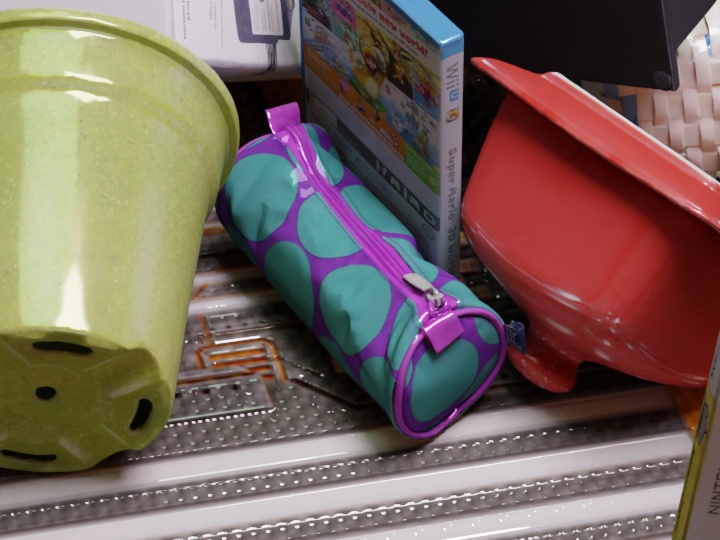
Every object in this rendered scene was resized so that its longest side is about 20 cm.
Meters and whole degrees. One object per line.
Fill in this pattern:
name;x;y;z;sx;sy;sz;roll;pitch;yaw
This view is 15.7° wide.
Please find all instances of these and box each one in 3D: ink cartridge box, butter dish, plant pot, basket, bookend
ink cartridge box;-0.122;-0.151;1.503;0.145;0.085;0.200;-1;2;24
butter dish;0.135;0.000;1.424;0.200;0.148;0.199;39;6;38
plant pot;-0.162;-0.004;1.368;0.200;0.201;0.184;1;52;-5
basket;0.230;-0.142;1.582;0.200;0.139;0.177;-12;43;6
bookend;0.124;-0.199;1.481;0.200;0.092;0.199;10;39;31

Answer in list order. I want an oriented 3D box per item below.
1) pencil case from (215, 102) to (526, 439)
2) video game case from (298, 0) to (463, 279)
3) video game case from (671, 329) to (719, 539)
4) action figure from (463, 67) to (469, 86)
pencil case;0.000;0.000;1.438;0.085;0.093;0.200;-20;46;-26
video game case;0.011;-0.089;1.457;0.018;0.200;0.143;-25;49;-22
video game case;0.267;0.088;1.299;0.200;0.181;0.026;4;43;-2
action figure;0.056;-0.153;1.616;0.200;0.105;0.194;-4;42;23
